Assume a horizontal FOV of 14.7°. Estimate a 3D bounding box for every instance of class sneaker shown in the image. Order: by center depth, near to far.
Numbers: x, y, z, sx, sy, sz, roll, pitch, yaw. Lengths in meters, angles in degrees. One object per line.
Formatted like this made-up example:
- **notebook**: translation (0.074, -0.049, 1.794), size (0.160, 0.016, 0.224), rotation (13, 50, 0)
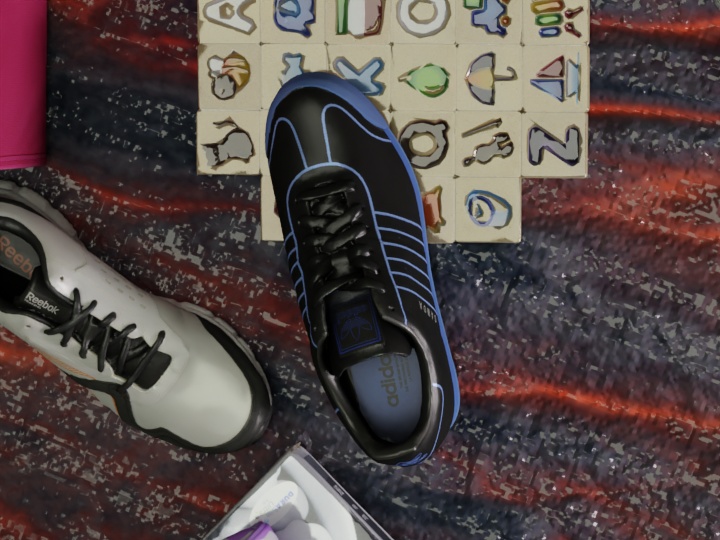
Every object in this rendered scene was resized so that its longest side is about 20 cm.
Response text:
- **sneaker**: translation (0.000, 0.000, 1.373), size (0.070, 0.078, 0.200), rotation (-19, 95, 12)
- **sneaker**: translation (-0.135, 0.030, 1.406), size (0.200, 0.080, 0.074), rotation (34, 98, 4)

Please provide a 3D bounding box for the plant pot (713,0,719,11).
- **plant pot**: translation (0.245, -0.230, 1.263), size (0.199, 0.177, 0.200), rotation (-11, 94, 11)

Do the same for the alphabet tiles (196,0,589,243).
- **alphabet tiles**: translation (0.015, -0.097, 1.404), size (0.200, 0.006, 0.166), rotation (1, 96, 10)

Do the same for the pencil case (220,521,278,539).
- **pencil case**: translation (-0.026, 0.216, 1.357), size (0.084, 0.085, 0.200), rotation (-38, 89, 9)

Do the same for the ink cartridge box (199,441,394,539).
- **ink cartridge box**: translation (-0.031, 0.226, 1.424), size (0.200, 0.043, 0.198), rotation (45, 100, 2)

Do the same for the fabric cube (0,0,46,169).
- **fabric cube**: translation (-0.270, -0.149, 1.354), size (0.196, 0.200, 0.199), rotation (1, 93, 11)
